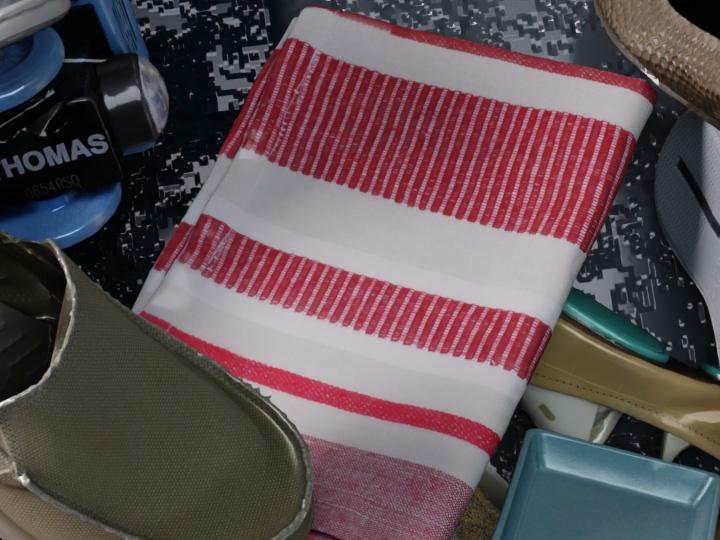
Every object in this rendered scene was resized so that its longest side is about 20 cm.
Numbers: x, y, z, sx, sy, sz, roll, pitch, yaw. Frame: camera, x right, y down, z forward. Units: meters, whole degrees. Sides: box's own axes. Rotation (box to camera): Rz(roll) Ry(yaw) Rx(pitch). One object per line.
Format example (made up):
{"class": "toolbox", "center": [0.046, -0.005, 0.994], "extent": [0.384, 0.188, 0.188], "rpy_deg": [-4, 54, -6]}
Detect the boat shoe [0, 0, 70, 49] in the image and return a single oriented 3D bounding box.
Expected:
{"class": "boat shoe", "center": [-0.157, -0.115, 0.758], "extent": [0.074, 0.202, 0.065], "rpy_deg": [-28, 123, -16]}

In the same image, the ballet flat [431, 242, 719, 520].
{"class": "ballet flat", "center": [0.102, 0.051, 0.812], "extent": [0.199, 0.069, 0.063], "rpy_deg": [24, 95, 4]}

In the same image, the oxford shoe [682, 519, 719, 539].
{"class": "oxford shoe", "center": [0.179, 0.156, 0.781], "extent": [0.200, 0.058, 0.075], "rpy_deg": [43, 39, 0]}

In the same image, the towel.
{"class": "towel", "center": [0.000, 0.000, 0.791], "extent": [0.144, 0.023, 0.201], "rpy_deg": [16, 64, 25]}

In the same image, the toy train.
{"class": "toy train", "center": [-0.163, -0.050, 0.800], "extent": [0.199, 0.087, 0.114], "rpy_deg": [-15, 38, 5]}

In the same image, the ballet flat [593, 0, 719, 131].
{"class": "ballet flat", "center": [0.131, -0.067, 0.780], "extent": [0.067, 0.200, 0.046], "rpy_deg": [18, 112, -20]}

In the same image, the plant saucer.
{"class": "plant saucer", "center": [0.067, 0.110, 0.711], "extent": [0.070, 0.200, 0.019], "rpy_deg": [14, 119, 7]}

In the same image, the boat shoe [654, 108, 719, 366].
{"class": "boat shoe", "center": [0.155, 0.009, 0.772], "extent": [0.066, 0.074, 0.200], "rpy_deg": [9, 38, -16]}

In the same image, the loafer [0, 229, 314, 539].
{"class": "loafer", "center": [-0.092, 0.035, 0.678], "extent": [0.199, 0.068, 0.076], "rpy_deg": [27, 58, -22]}

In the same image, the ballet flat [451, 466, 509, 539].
{"class": "ballet flat", "center": [0.055, 0.118, 0.801], "extent": [0.200, 0.071, 0.071], "rpy_deg": [43, 81, 4]}

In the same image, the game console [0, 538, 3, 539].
{"class": "game console", "center": [-0.228, 0.053, 0.734], "extent": [0.199, 0.116, 0.177], "rpy_deg": [-21, 64, 20]}
